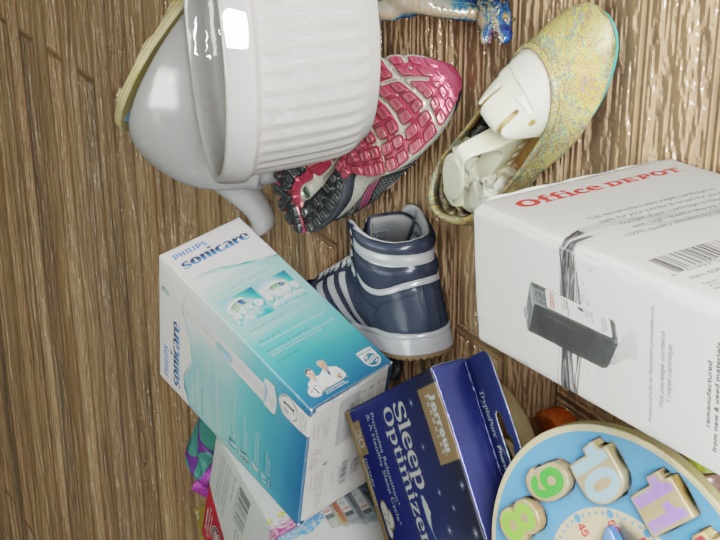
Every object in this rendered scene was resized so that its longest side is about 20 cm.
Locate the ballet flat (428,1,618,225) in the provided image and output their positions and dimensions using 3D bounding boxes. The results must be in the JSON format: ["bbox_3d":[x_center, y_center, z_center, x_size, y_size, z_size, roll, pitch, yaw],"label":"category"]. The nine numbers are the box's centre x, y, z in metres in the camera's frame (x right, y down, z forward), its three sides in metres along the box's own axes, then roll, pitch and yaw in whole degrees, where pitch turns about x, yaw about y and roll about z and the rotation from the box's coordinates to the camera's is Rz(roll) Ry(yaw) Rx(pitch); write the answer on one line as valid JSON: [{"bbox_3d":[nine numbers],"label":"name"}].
[{"bbox_3d":[0.096,-0.091,0.867,0.071,0.070,0.200,65,150,22],"label":"ballet flat"}]

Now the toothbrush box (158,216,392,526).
[{"bbox_3d":[-0.075,0.079,1.095,0.200,0.085,0.147,41,143,31],"label":"toothbrush box"}]

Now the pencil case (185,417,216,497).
[{"bbox_3d":[-0.121,0.147,1.357,0.085,0.093,0.200,26,142,1],"label":"pencil case"}]

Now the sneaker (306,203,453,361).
[{"bbox_3d":[0.000,0.000,1.084,0.200,0.070,0.109,14,117,54],"label":"sneaker"}]

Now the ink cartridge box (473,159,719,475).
[{"bbox_3d":[0.170,0.013,0.686,0.200,0.144,0.084,30,128,55],"label":"ink cartridge box"}]

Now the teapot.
[{"bbox_3d":[-0.081,-0.140,1.100,0.146,0.198,0.200,34,-179,4],"label":"teapot"}]

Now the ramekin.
[{"bbox_3d":[-0.055,-0.161,0.910,0.200,0.105,0.201,173,90,-78],"label":"ramekin"}]

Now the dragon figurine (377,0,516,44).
[{"bbox_3d":[0.044,-0.200,0.925,0.200,0.099,0.059,-112,20,-60],"label":"dragon figurine"}]

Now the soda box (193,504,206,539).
[{"bbox_3d":[-0.107,0.260,1.409,0.200,0.064,0.068,-34,72,62],"label":"soda box"}]

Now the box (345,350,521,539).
[{"bbox_3d":[0.051,0.132,0.916,0.200,0.032,0.122,-38,68,63],"label":"box"}]

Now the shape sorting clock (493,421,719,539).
[{"bbox_3d":[0.144,0.182,0.748,0.200,0.039,0.201,16,112,45],"label":"shape sorting clock"}]

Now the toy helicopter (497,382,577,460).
[{"bbox_3d":[0.091,0.168,0.982,0.132,0.079,0.201,38,137,53],"label":"toy helicopter"}]

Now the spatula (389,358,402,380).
[{"bbox_3d":[-0.017,0.074,1.199,0.200,0.020,0.057,7,86,57],"label":"spatula"}]

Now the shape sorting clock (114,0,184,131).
[{"bbox_3d":[-0.146,-0.202,1.160,0.039,0.200,0.200,34,143,3],"label":"shape sorting clock"}]

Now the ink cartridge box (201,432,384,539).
[{"bbox_3d":[-0.027,0.236,1.157,0.200,0.144,0.146,55,145,37],"label":"ink cartridge box"}]

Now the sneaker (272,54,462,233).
[{"bbox_3d":[0.010,-0.102,1.028,0.200,0.075,0.081,-35,79,47],"label":"sneaker"}]

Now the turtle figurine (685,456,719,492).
[{"bbox_3d":[0.217,0.163,0.753,0.200,0.064,0.162,19,114,44],"label":"turtle figurine"}]
